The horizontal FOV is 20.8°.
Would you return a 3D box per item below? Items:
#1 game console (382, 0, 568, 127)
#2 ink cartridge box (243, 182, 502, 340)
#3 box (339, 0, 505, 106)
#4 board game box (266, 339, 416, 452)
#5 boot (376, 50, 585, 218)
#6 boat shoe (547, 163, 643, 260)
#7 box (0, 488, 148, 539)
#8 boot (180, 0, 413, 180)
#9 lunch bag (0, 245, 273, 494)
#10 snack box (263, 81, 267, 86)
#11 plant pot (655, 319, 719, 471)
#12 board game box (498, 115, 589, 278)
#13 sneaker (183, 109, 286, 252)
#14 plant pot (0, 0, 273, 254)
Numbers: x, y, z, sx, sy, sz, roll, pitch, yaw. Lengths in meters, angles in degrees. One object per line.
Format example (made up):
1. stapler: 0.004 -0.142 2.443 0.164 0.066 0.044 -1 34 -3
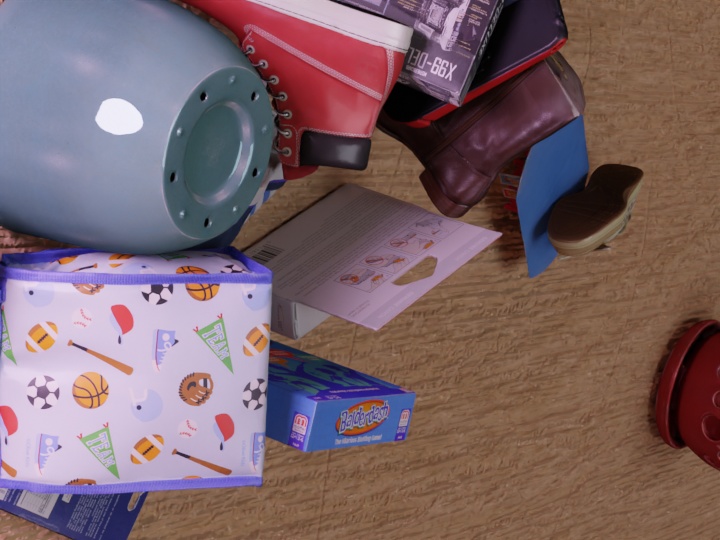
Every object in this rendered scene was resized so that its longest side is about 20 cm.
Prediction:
1. game console: 0.079 -0.233 1.638 0.031 0.176 0.202 22 48 -47
2. ink cartridge box: 0.000 0.000 1.691 0.200 0.172 0.044 -35 135 -44
3. box: 0.020 -0.243 1.575 0.050 0.198 0.159 71 40 -82
4. board game box: -0.077 0.092 1.593 0.152 0.199 0.045 1 104 -58
5. boot: 0.091 -0.165 1.671 0.064 0.187 0.200 -30 170 -39
6. boat shoe: 0.257 -0.053 2.108 0.200 0.073 0.063 -39 137 -52
7. box: -0.228 0.144 1.540 0.200 0.032 0.122 38 73 -55
8. boot: -0.074 -0.151 1.509 0.072 0.198 0.146 -109 -141 -77
9. lunch bag: -0.176 0.071 1.438 0.198 0.124 0.172 -3 101 -23
10. snack box: -0.032 -0.243 1.660 0.072 0.024 0.202 19 89 -58
11. plant pot: 0.492 0.168 2.548 0.200 0.181 0.202 -34 133 -46
12. board game box: 0.189 -0.096 2.076 0.159 0.039 0.201 -59 152 -29
13. sneaker: -0.125 -0.053 1.584 0.147 0.080 0.200 -49 -175 21
14. plant pot: -0.160 -0.103 1.399 0.200 0.160 0.203 -32 130 -46
